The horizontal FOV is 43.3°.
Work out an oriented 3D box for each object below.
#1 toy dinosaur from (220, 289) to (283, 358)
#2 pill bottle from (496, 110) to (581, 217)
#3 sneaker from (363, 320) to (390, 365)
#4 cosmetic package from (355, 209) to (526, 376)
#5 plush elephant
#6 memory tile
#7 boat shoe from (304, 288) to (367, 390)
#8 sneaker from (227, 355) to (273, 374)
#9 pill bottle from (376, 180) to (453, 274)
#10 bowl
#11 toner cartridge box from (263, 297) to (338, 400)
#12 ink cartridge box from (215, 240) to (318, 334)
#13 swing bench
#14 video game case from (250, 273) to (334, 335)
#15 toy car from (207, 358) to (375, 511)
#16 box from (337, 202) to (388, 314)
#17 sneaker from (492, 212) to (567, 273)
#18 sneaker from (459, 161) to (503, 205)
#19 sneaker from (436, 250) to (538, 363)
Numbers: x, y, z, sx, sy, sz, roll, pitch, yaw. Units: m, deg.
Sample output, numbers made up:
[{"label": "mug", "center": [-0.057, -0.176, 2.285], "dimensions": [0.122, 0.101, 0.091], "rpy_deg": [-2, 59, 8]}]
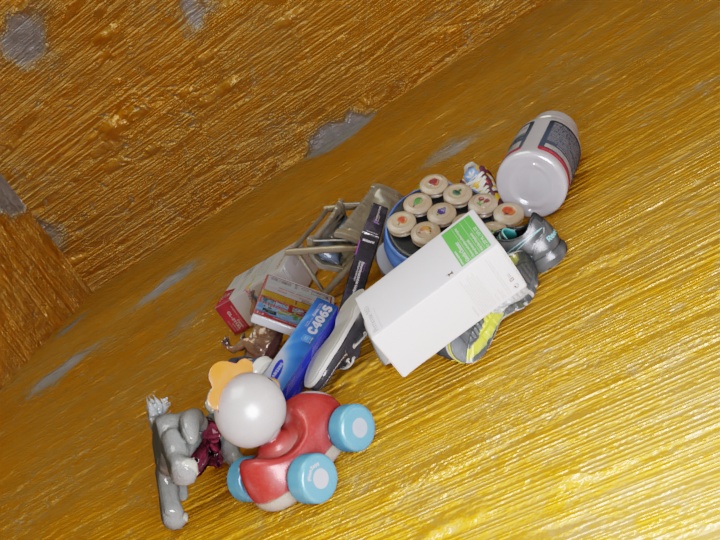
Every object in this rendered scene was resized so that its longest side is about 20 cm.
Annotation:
[{"label": "toy dinosaur", "center": [-0.172, 0.130, 1.709], "dimensions": [0.134, 0.086, 0.202], "rpy_deg": [27, 79, 24]}, {"label": "pill bottle", "center": [0.308, -0.187, 1.529], "dimensions": [0.118, 0.120, 0.201], "rpy_deg": [-23, 20, 35]}, {"label": "sneaker", "center": [0.055, 0.074, 1.404], "dimensions": [0.079, 0.071, 0.201], "rpy_deg": [-21, 21, 15]}, {"label": "cosmetic package", "center": [0.102, 0.029, 1.178], "dimensions": [0.199, 0.085, 0.108], "rpy_deg": [-37, 31, 5]}, {"label": "plush elephant", "center": [-0.227, 0.260, 1.349], "dimensions": [0.152, 0.167, 0.201], "rpy_deg": [-4, 42, -24]}, {"label": "memory tile", "center": [0.152, -0.083, 1.471], "dimensions": [0.198, 0.017, 0.154], "rpy_deg": [25, 58, 31]}, {"label": "boat shoe", "center": [-0.025, 0.119, 1.450], "dimensions": [0.074, 0.060, 0.201], "rpy_deg": [-30, 23, 45]}, {"label": "sneaker", "center": [-0.185, 0.169, 1.461], "dimensions": [0.076, 0.084, 0.200], "rpy_deg": [-61, -5, -17]}, {"label": "pill bottle", "center": [0.107, -0.071, 1.623], "dimensions": [0.112, 0.114, 0.200], "rpy_deg": [-21, 22, 41]}, {"label": "bowl", "center": [0.133, -0.067, 1.499], "dimensions": [0.197, 0.040, 0.203], "rpy_deg": [-7, 47, 7]}, {"label": "toner cartridge box", "center": [-0.100, 0.145, 1.457], "dimensions": [0.096, 0.043, 0.201], "rpy_deg": [100, -163, -44]}, {"label": "ink cartridge box", "center": [-0.206, 0.037, 2.011], "dimensions": [0.198, 0.083, 0.146], "rpy_deg": [-28, 17, 25]}, {"label": "swing bench", "center": [-0.011, -0.067, 1.825], "dimensions": [0.198, 0.131, 0.199], "rpy_deg": [-23, 20, 36]}, {"label": "video game case", "center": [-0.121, 0.070, 1.673], "dimensions": [0.200, 0.141, 0.018], "rpy_deg": [-84, 15, -69]}, {"label": "toy car", "center": [-0.118, 0.189, 1.192], "dimensions": [0.183, 0.201, 0.177], "rpy_deg": [-14, 26, 50]}, {"label": "box", "center": [0.000, 0.000, 1.571], "dimensions": [0.143, 0.035, 0.203], "rpy_deg": [-73, -2, -65]}, {"label": "sneaker", "center": [0.205, -0.020, 1.341], "dimensions": [0.198, 0.080, 0.076], "rpy_deg": [-28, 18, 30]}, {"label": "sneaker", "center": [0.215, -0.135, 1.622], "dimensions": [0.074, 0.091, 0.200], "rpy_deg": [-32, 16, 8]}, {"label": "sneaker", "center": [0.165, 0.044, 1.247], "dimensions": [0.200, 0.075, 0.084], "rpy_deg": [-44, 18, -26]}]
